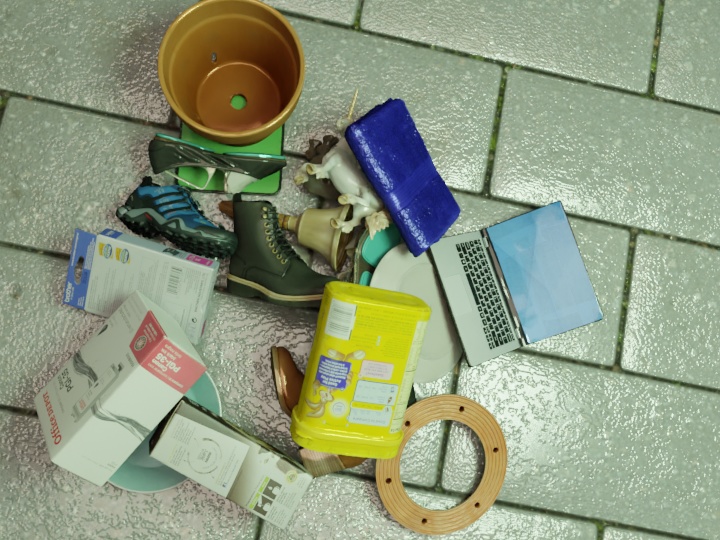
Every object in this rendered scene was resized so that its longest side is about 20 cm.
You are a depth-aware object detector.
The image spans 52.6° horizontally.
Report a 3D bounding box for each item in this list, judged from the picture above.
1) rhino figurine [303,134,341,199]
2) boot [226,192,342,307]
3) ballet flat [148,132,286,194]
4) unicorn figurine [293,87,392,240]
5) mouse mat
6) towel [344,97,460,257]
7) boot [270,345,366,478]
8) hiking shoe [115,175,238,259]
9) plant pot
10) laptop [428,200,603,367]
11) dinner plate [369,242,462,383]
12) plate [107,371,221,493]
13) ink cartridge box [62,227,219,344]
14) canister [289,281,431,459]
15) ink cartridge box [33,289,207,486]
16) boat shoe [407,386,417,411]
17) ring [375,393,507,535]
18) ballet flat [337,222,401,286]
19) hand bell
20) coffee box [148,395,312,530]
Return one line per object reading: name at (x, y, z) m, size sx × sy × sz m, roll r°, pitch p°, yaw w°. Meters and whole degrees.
rhino figurine at (0.006, -0.133, 1.088) m, size 0.198 × 0.060 × 0.088 m, roll 17°, pitch 74°, yaw -1°
boot at (-0.107, -0.029, 0.994) m, size 0.198 × 0.077 × 0.140 m, roll 7°, pitch 102°, yaw 29°
ballet flat at (-0.209, -0.149, 1.061) m, size 0.197 × 0.068 × 0.069 m, roll 9°, pitch 96°, yaw -11°
unicorn figurine at (-0.021, -0.135, 1.010) m, size 0.137 × 0.074 × 0.202 m, roll -28°, pitch 91°, yaw -47°
mouse mat at (-0.195, -0.214, 1.109) m, size 0.159 × 0.008 × 0.203 m, roll 3°, pitch 82°, yaw -5°
towel at (0.065, -0.135, 1.012) m, size 0.201 × 0.049 × 0.148 m, roll 58°, pitch 35°, yaw -13°
boot at (-0.034, 0.177, 1.025) m, size 0.154 × 0.077 × 0.202 m, roll -22°, pitch 86°, yaw -7°
hiking shoe at (-0.252, -0.081, 1.025) m, size 0.198 × 0.075 × 0.087 m, roll 19°, pitch 72°, yaw 20°
plant pot at (-0.178, -0.266, 1.045) m, size 0.197 × 0.140 × 0.203 m, roll 1°, pitch 81°, yaw -5°
laptop at (0.224, 0.015, 1.054) m, size 0.199 × 0.115 × 0.189 m, roll -12°, pitch 80°, yaw -43°
dinner plate at (0.092, 0.058, 1.033) m, size 0.198 × 0.024 × 0.203 m, roll 7°, pitch 78°, yaw -37°
plate at (-0.293, 0.207, 1.023) m, size 0.197 × 0.026 × 0.203 m, roll 1°, pitch 80°, yaw -6°
ink cartridge box at (-0.307, 0.018, 1.020) m, size 0.198 × 0.042 × 0.121 m, roll 16°, pitch 109°, yaw -5°
canister at (0.001, 0.126, 0.933) m, size 0.147 × 0.087 × 0.202 m, roll 10°, pitch 102°, yaw -16°
ink cartridge box at (-0.309, 0.147, 0.930) m, size 0.200 × 0.146 × 0.083 m, roll -48°, pitch 129°, yaw -4°
boat shoe at (0.058, 0.106, 1.048) m, size 0.062 × 0.074 × 0.204 m, roll -11°, pitch 78°, yaw 1°
ring at (0.115, 0.273, 1.031) m, size 0.198 × 0.019 × 0.203 m, roll -1°, pitch 95°, yaw -13°
ballet flat at (0.000, 0.000, 1.031) m, size 0.068 × 0.075 × 0.202 m, roll 37°, pitch 61°, yaw -38°
hand bell at (-0.113, -0.074, 1.066) m, size 0.198 × 0.104 × 0.105 m, roll 15°, pitch 80°, yaw 9°
coffee box at (-0.174, 0.248, 0.963) m, size 0.199 × 0.113 × 0.080 m, roll 33°, pitch 79°, yaw -13°
